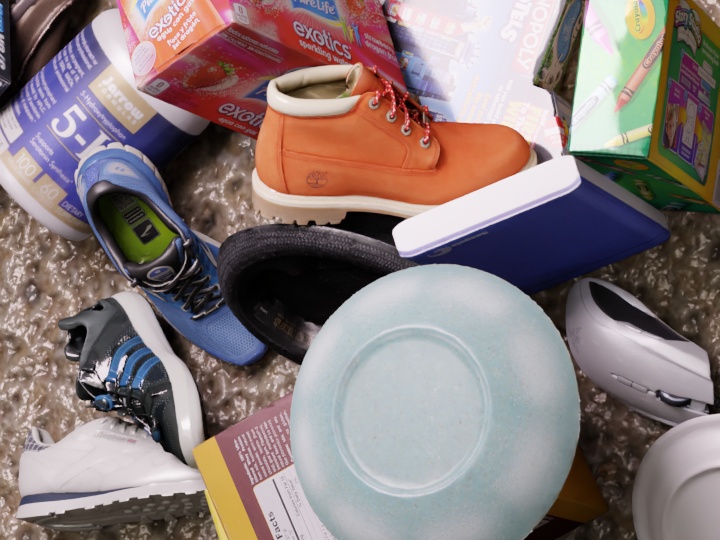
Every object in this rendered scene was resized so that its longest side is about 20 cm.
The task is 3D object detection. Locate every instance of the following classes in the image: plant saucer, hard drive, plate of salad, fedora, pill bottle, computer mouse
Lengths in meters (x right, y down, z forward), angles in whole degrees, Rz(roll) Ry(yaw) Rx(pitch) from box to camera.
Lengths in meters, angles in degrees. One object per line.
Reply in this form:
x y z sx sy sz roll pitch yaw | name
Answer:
0.038 0.091 1.496 0.201 0.039 0.201 -5 77 23 | plant saucer
0.120 -0.025 1.609 0.132 0.200 0.025 -22 73 19 | hard drive
0.272 0.177 1.554 0.200 0.048 0.200 19 127 27 | plate of salad
0.000 0.000 1.703 0.200 0.201 0.092 5 53 25 | fedora
-0.184 -0.129 1.809 0.200 0.120 0.120 -42 67 12 | pill bottle
0.206 0.079 1.619 0.200 0.044 0.110 35 138 30 | computer mouse

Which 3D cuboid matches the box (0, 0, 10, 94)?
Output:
-0.339 -0.162 1.859 0.159 0.046 0.200 -43 34 25 | box

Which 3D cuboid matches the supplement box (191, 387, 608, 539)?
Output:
0.030 0.144 1.621 0.200 0.197 0.133 -30 70 16 | supplement box

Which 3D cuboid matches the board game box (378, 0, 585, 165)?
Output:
0.092 -0.140 1.719 0.200 0.062 0.200 22 90 25 | board game box

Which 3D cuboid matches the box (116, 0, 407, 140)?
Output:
-0.068 -0.160 1.651 0.095 0.200 0.100 -32 58 28 | box

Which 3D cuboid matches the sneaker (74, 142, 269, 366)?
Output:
-0.142 0.000 1.751 0.079 0.089 0.200 -39 107 13 | sneaker

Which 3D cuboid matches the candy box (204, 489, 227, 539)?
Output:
-0.053 0.250 1.693 0.026 0.102 0.200 -24 72 13 | candy box

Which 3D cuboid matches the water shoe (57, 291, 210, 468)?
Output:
-0.169 0.091 1.754 0.079 0.072 0.200 -19 34 -13 | water shoe

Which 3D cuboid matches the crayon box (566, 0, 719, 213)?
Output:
0.202 -0.115 1.588 0.058 0.200 0.119 5 83 24 | crayon box

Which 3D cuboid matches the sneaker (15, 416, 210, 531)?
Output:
-0.172 0.147 1.785 0.200 0.076 0.081 -7 67 21 | sneaker

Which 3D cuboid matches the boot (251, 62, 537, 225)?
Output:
0.027 -0.092 1.614 0.200 0.107 0.075 -4 35 -10 | boot

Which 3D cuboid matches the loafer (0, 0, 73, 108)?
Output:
-0.272 -0.156 1.891 0.071 0.073 0.200 36 101 -5 | loafer
